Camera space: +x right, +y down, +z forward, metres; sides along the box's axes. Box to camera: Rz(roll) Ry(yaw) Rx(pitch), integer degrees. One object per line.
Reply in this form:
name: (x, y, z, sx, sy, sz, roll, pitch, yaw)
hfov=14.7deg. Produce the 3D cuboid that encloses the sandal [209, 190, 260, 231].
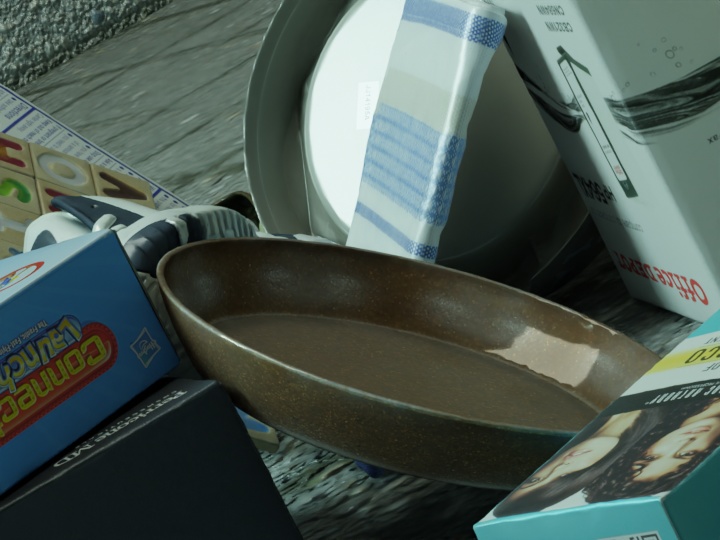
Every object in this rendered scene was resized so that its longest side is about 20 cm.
sandal: (-0.066, -0.015, 1.531, 0.080, 0.057, 0.201, -21, 0, 23)

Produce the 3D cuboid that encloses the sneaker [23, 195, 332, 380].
sneaker: (-0.097, 0.010, 1.132, 0.129, 0.080, 0.199, 1, 5, 19)

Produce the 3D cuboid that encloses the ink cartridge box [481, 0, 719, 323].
ink cartridge box: (0.120, -0.084, 1.122, 0.084, 0.200, 0.146, -29, 11, -7)

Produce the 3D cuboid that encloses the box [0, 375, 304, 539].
box: (-0.138, 0.126, 1.005, 0.200, 0.104, 0.182, -30, 11, -18)

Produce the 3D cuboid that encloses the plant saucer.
plant saucer: (0.020, 0.035, 1.008, 0.200, 0.035, 0.200, 13, 13, -3)

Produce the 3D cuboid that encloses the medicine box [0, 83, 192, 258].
medicine box: (-0.180, 0.004, 1.342, 0.103, 0.200, 0.182, -58, -2, 25)

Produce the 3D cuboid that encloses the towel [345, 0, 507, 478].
towel: (0.019, -0.022, 1.178, 0.024, 0.200, 0.147, 13, 5, -11)

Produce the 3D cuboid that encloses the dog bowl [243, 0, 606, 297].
dog bowl: (0.044, -0.069, 1.277, 0.200, 0.200, 0.059, -20, -20, 27)

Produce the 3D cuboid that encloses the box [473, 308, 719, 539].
box: (0.130, 0.048, 0.899, 0.082, 0.049, 0.200, -14, 17, 46)

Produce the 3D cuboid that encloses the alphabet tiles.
alphabet tiles: (-0.127, 0.000, 1.279, 0.008, 0.167, 0.200, -59, 28, 26)

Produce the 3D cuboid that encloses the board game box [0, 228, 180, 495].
board game box: (-0.197, 0.068, 0.986, 0.196, 0.056, 0.200, -13, 18, 48)

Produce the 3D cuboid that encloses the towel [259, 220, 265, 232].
towel: (0.044, -0.081, 1.418, 0.148, 0.037, 0.200, -14, 27, 42)
